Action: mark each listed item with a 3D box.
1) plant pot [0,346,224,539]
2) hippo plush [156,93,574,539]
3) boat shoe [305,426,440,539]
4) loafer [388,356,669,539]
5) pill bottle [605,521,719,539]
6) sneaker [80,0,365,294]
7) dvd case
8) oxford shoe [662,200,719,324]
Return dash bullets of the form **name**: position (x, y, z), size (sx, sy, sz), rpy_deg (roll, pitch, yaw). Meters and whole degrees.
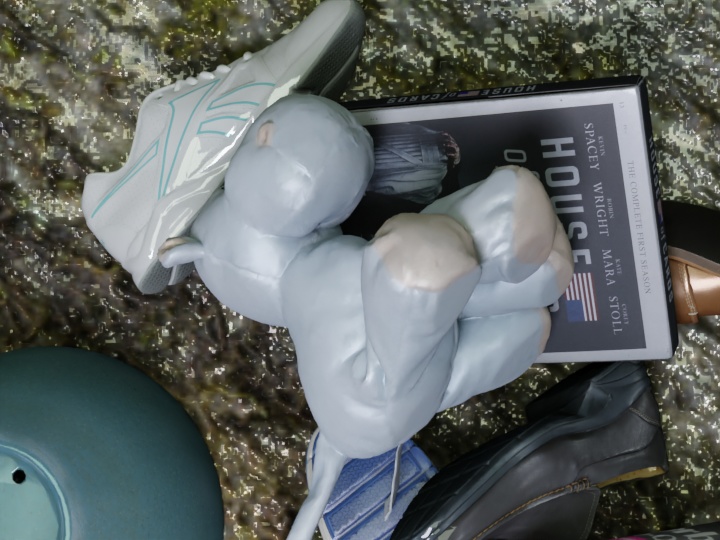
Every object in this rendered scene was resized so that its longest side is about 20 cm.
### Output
- **plant pot**: position (-0.181, 0.136, 0.954), size (0.198, 0.135, 0.202), rpy_deg (-1, 83, 5)
- **hippo plush**: position (0.000, 0.000, 0.907), size (0.161, 0.159, 0.201), rpy_deg (42, 124, 26)
- **boat shoe**: position (0.036, 0.165, 0.963), size (0.072, 0.072, 0.201), rpy_deg (-31, 83, 0)
- **loafer**: position (0.096, 0.111, 0.924), size (0.199, 0.073, 0.073), rpy_deg (-30, 90, -38)
- **pill bottle**: position (0.169, 0.186, 0.894), size (0.198, 0.116, 0.118), rpy_deg (-4, 82, -28)
- **sneaker**: position (-0.078, -0.085, 1.004), size (0.080, 0.070, 0.200), rpy_deg (42, 86, 18)
- **dvd case**: position (0.060, -0.021, 0.949), size (0.198, 0.025, 0.152), rpy_deg (-3, 113, 21)
- **oxford shoe**: position (0.168, 0.004, 0.985), size (0.198, 0.071, 0.072), rpy_deg (15, 115, 4)
